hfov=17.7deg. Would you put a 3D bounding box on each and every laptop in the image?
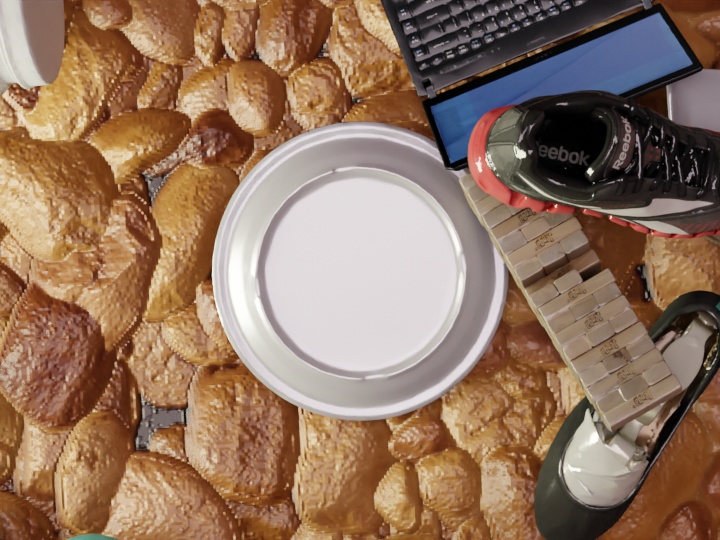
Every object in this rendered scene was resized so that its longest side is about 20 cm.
[{"bbox_3d":[0.105,-0.179,1.518,0.176,0.103,0.201,-22,81,3],"label":"laptop"}]

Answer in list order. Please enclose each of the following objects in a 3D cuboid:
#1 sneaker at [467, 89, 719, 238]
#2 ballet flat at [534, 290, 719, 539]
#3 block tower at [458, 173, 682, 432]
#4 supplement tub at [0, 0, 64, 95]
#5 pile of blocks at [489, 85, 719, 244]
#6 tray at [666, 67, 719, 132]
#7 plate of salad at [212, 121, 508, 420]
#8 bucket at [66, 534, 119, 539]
[{"bbox_3d":[0.169,-0.064,1.408,0.199,0.098,0.071,9,81,-8],"label":"sneaker"},{"bbox_3d":[0.177,0.096,1.525,0.068,0.068,0.201,33,92,4],"label":"ballet flat"},{"bbox_3d":[0.133,0.009,1.489,0.054,0.058,0.201,-30,72,1],"label":"block tower"},{"bbox_3d":[-0.310,-0.177,1.553,0.199,0.140,0.141,-5,87,7],"label":"supplement tub"},{"bbox_3d":[0.177,-0.084,1.525,0.199,0.082,0.062,28,91,7],"label":"pile of blocks"},{"bbox_3d":[0.286,-0.074,1.506,0.199,0.022,0.108,1,84,-21],"label":"tray"},{"bbox_3d":[0.000,0.000,1.560,0.199,0.048,0.201,0,96,0],"label":"plate of salad"},{"bbox_3d":[-0.177,0.277,1.506,0.206,0.135,0.209,0,90,-6],"label":"bucket"}]
